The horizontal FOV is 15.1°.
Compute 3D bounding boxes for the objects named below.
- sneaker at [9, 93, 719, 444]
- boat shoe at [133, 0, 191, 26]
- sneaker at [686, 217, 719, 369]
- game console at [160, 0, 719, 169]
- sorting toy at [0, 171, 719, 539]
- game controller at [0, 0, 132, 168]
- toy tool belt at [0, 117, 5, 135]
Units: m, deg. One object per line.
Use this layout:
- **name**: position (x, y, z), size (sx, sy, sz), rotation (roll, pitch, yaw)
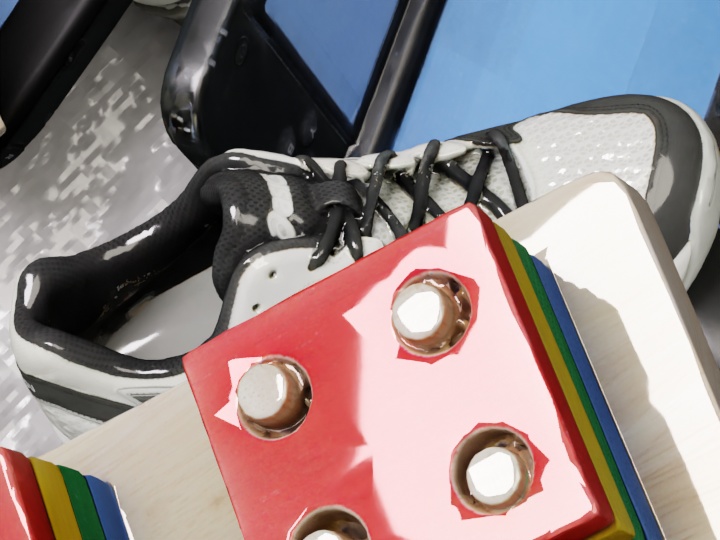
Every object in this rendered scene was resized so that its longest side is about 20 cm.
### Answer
- **sneaker**: position (0.000, 0.000, 0.724), size (0.199, 0.088, 0.076), rotation (-25, 52, 8)
- **boat shoe**: position (-0.040, -0.168, 0.837), size (0.072, 0.060, 0.203), rotation (-5, 69, 33)
- **sneaker**: position (0.143, 0.067, 0.752), size (0.078, 0.070, 0.200), rotation (-38, 88, -6)
- **game console**: position (0.047, -0.090, 0.812), size (0.116, 0.176, 0.201), rotation (14, 75, 22)
- **sorting toy**: position (-0.006, 0.103, 0.545), size (0.199, 0.070, 0.200), rotation (-27, 67, 15)
- **game controller**: position (-0.087, -0.126, 0.779), size (0.104, 0.042, 0.200), rotation (43, 105, 23)
- **toy tool belt**: position (-0.197, -0.070, 0.753), size (0.125, 0.199, 0.123), rotation (-49, 125, -53)
